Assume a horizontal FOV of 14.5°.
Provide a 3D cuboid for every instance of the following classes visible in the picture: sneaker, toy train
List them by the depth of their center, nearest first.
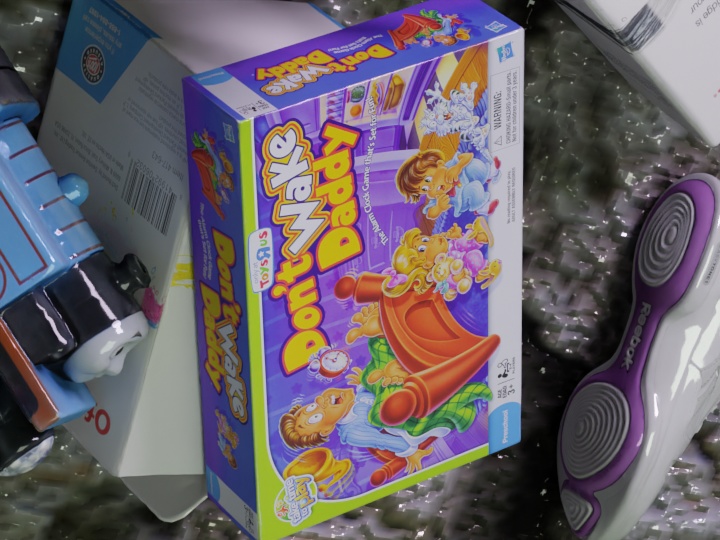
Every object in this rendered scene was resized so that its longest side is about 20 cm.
[{"bbox_3d":[-0.166,-0.018,1.137,0.114,0.087,0.200,-34,87,9],"label":"toy train"},{"bbox_3d":[0.167,0.054,1.421,0.099,0.075,0.201,13,108,-33],"label":"sneaker"}]

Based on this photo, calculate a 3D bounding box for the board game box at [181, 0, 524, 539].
[{"bbox_3d":[0.000,0.000,1.152,0.134,0.045,0.201,-20,126,-27],"label":"board game box"}]

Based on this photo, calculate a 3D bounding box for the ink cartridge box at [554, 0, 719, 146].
[{"bbox_3d":[0.140,-0.177,1.275,0.145,0.084,0.200,-47,128,0],"label":"ink cartridge box"}]

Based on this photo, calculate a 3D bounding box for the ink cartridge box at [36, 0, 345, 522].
[{"bbox_3d":[-0.066,-0.006,1.219,0.125,0.128,0.201,1,115,-37],"label":"ink cartridge box"}]
